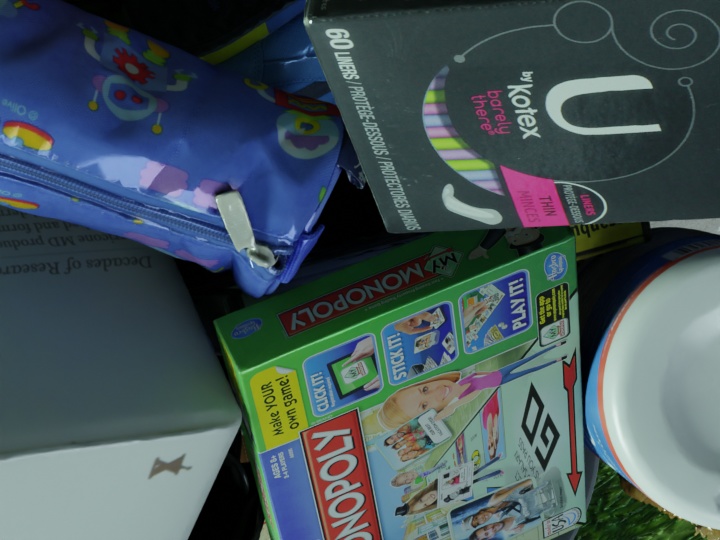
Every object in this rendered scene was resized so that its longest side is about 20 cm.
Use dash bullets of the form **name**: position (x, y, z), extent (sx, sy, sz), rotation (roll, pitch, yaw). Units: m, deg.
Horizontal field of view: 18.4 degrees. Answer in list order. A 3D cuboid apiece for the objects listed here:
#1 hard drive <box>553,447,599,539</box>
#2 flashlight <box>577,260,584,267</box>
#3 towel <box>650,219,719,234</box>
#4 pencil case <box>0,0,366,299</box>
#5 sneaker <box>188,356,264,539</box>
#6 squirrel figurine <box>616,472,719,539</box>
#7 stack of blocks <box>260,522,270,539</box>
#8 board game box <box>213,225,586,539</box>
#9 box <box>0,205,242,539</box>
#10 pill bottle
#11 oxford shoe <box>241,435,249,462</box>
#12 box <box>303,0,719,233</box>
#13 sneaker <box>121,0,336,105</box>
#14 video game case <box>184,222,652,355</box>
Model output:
- **hard drive**: position (0.055, 0.110, 1.186), extent (0.134, 0.043, 0.200), rotation (-4, 153, -3)
- **flashlight**: position (0.037, 0.033, 1.062), extent (0.198, 0.068, 0.068), rotation (-3, 159, -10)
- **towel**: position (0.119, 0.013, 1.150), extent (0.199, 0.035, 0.132), rotation (-36, 148, 12)
- **pencil case**: position (-0.099, -0.051, 0.782), extent (0.199, 0.087, 0.078), rotation (20, 119, -17)
- **sneaker**: position (-0.071, 0.092, 0.958), extent (0.060, 0.201, 0.104), rotation (11, 146, -16)
- **squirrel figurine**: position (0.245, 0.080, 1.274), extent (0.199, 0.142, 0.186), rotation (-23, 173, 39)
- **stack of blocks**: position (-0.025, 0.139, 1.077), extent (0.115, 0.058, 0.200), rotation (-56, -171, -27)
- **board game box**: position (0.022, 0.063, 0.878), extent (0.134, 0.029, 0.201), rotation (-23, 143, -10)
- **box**: position (-0.183, 0.065, 0.865), extent (0.199, 0.172, 0.200), rotation (-6, 142, -30)
- **pill bottle**: position (0.139, 0.039, 0.943), extent (0.112, 0.113, 0.200), rotation (-26, -175, -2)
- **oxford shoe**: position (-0.114, 0.140, 1.122), extent (0.071, 0.072, 0.200), rotation (3, 138, -42)
- **box**: position (0.095, -0.090, 0.729), extent (0.198, 0.107, 0.122), rotation (-3, 146, 16)
- **sneaker**: position (0.006, -0.107, 0.864), extent (0.199, 0.066, 0.079), rotation (-23, 144, -1)
- **video game case**: position (0.000, 0.000, 0.944), extent (0.180, 0.026, 0.200), rotation (-16, -176, -19)
